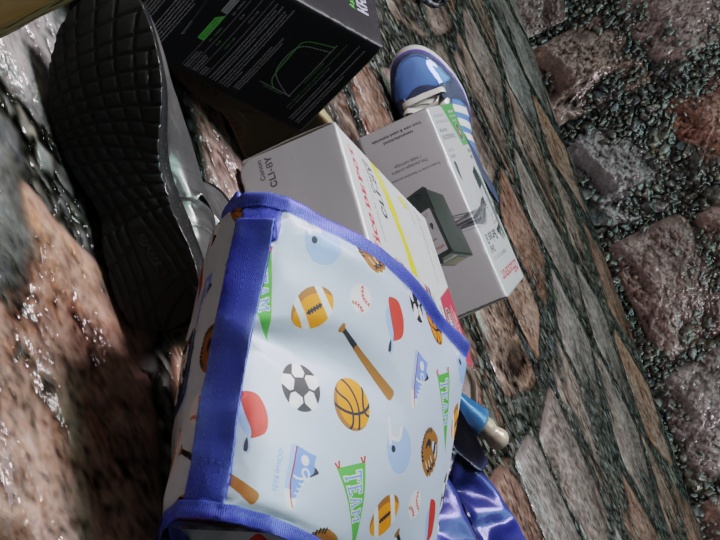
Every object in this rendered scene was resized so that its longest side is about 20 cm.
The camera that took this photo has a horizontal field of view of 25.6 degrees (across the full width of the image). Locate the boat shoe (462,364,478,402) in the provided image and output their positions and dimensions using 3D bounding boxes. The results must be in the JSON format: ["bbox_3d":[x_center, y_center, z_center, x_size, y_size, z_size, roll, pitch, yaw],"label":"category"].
[{"bbox_3d":[0.046,0.157,1.140,0.071,0.068,0.201,21,47,-4],"label":"boat shoe"}]

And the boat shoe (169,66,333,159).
[{"bbox_3d":[-0.072,-0.134,1.168,0.200,0.071,0.065,48,23,-48],"label":"boat shoe"}]

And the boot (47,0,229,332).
[{"bbox_3d":[-0.116,-0.054,0.924,0.132,0.069,0.202,14,65,-75],"label":"boot"}]

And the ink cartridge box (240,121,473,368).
[{"bbox_3d":[0.000,0.000,1.198,0.200,0.083,0.146,41,30,-60],"label":"ink cartridge box"}]

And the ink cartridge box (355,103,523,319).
[{"bbox_3d":[0.083,-0.058,1.588,0.202,0.083,0.146,67,15,-2],"label":"ink cartridge box"}]

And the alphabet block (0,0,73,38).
[{"bbox_3d":[-0.171,-0.194,0.642,0.198,0.199,0.196,63,15,-13],"label":"alphabet block"}]

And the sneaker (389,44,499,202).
[{"bbox_3d":[0.087,-0.143,1.741,0.147,0.080,0.202,-78,148,-73],"label":"sneaker"}]

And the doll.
[{"bbox_3d":[0.056,0.125,1.086,0.136,0.049,0.201,-7,61,-41],"label":"doll"}]

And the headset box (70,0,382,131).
[{"bbox_3d":[-0.099,-0.216,1.045,0.199,0.093,0.175,24,39,-33],"label":"headset box"}]

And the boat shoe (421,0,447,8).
[{"bbox_3d":[0.077,-0.464,2.221,0.201,0.070,0.091,57,13,-40],"label":"boat shoe"}]

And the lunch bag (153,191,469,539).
[{"bbox_3d":[-0.033,0.074,0.813,0.200,0.123,0.172,50,44,-59],"label":"lunch bag"}]
